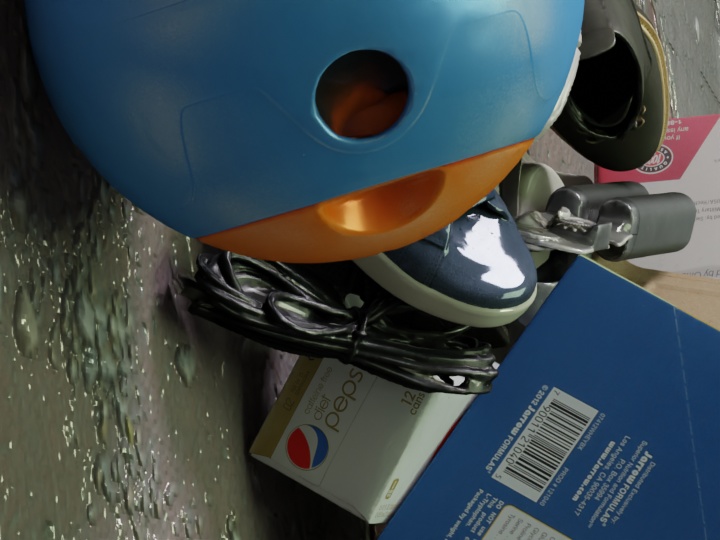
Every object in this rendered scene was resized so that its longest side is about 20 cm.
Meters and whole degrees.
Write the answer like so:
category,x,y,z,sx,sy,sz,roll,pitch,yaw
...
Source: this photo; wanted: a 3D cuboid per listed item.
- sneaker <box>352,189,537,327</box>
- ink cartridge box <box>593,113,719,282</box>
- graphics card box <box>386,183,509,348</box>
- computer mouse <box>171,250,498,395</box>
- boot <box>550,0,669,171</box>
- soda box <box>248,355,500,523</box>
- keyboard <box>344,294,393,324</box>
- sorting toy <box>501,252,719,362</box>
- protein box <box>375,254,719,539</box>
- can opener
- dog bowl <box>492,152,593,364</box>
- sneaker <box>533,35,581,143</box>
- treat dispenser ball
category,x,y,z,sx,sy,sz,roll,pitch,yaw
sneaker,0.013,-0.070,1.211,0.200,0.085,0.075,51,42,9
ink cartridge box,0.204,0.020,1.621,0.085,0.146,0.200,57,32,-59
graphics card box,0.030,-0.071,1.445,0.125,0.051,0.200,50,34,-61
computer mouse,-0.015,-0.029,1.262,0.053,0.138,0.200,-53,-153,42
boot,0.115,-0.086,1.464,0.200,0.077,0.138,59,12,-45
soda box,0.023,0.068,1.333,0.068,0.064,0.200,-63,163,5
keyboard,0.000,0.000,1.414,0.056,0.011,0.200,-84,160,-46
sorting toy,0.188,0.050,1.488,0.185,0.200,0.037,-43,143,-61
protein box,0.128,0.141,1.298,0.199,0.200,0.135,-54,161,-22
can opener,0.114,-0.007,1.498,0.200,0.053,0.067,-7,110,-67
dog bowl,0.084,0.016,1.584,0.200,0.059,0.200,-5,90,-72
sneaker,0.033,-0.148,1.362,0.112,0.078,0.200,26,43,-39
treat dispenser ball,-0.020,-0.103,1.069,0.201,0.201,0.201,-6,90,-72
